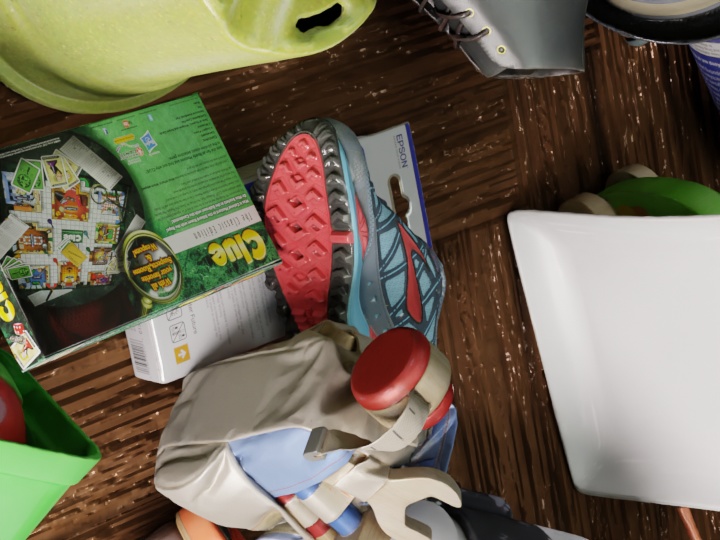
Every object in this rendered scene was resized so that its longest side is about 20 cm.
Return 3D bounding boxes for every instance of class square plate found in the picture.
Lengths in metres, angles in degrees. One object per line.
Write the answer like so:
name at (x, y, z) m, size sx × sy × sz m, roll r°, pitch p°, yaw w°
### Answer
square plate at (0.193, 0.053, 1.337) m, size 0.028 × 0.198 × 0.201 m, roll -32°, pitch 115°, yaw -41°

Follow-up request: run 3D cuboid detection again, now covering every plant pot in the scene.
plant pot at (-0.086, -0.174, 1.093) m, size 0.200 × 0.184 × 0.201 m, roll -6°, pitch 100°, yaw -37°

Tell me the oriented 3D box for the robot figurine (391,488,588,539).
robot figurine at (0.072, 0.206, 1.296) m, size 0.200 × 0.150 × 0.125 m, roll 16°, pitch 96°, yaw -26°

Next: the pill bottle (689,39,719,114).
pill bottle at (0.285, -0.128, 1.433) m, size 0.116 × 0.116 × 0.200 m, roll -46°, pitch 126°, yaw -24°

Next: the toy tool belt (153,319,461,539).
toy tool belt at (-0.004, 0.093, 1.149) m, size 0.123 × 0.200 × 0.125 m, roll 41°, pitch 51°, yaw -30°

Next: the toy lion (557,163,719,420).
toy lion at (0.225, 0.041, 1.361) m, size 0.069 × 0.191 × 0.201 m, roll -29°, pitch 112°, yaw -33°

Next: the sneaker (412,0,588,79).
sneaker at (0.042, -0.164, 1.230) m, size 0.199 × 0.075 × 0.107 m, roll 3°, pitch 88°, yaw -14°

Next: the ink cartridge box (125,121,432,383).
ink cartridge box at (-0.048, -0.014, 1.239) m, size 0.200 × 0.037 × 0.095 m, roll -21°, pitch 108°, yaw -32°

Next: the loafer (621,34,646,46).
loafer at (0.193, -0.236, 1.390) m, size 0.063 × 0.072 × 0.200 m, roll 33°, pitch 68°, yaw -18°

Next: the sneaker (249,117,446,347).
sneaker at (0.000, 0.000, 1.222) m, size 0.095 × 0.079 × 0.201 m, roll -35°, pitch 125°, yaw -40°

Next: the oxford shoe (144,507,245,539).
oxford shoe at (-0.068, 0.212, 1.245) m, size 0.072 × 0.071 × 0.200 m, roll -33°, pitch 121°, yaw 0°

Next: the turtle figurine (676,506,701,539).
turtle figurine at (0.163, 0.254, 1.422) m, size 0.161 × 0.064 × 0.201 m, roll -16°, pitch 115°, yaw -28°

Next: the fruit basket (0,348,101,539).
fruit basket at (-0.228, 0.030, 1.044) m, size 0.215 × 0.155 × 0.216 m, roll -15°, pitch 121°, yaw -27°

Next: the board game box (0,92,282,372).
board game box at (-0.123, -0.024, 1.104) m, size 0.200 × 0.023 × 0.105 m, roll -23°, pitch 83°, yaw -55°

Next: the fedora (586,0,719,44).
fedora at (0.193, -0.238, 1.301) m, size 0.092 × 0.200 × 0.201 m, roll 55°, pitch 56°, yaw -72°
